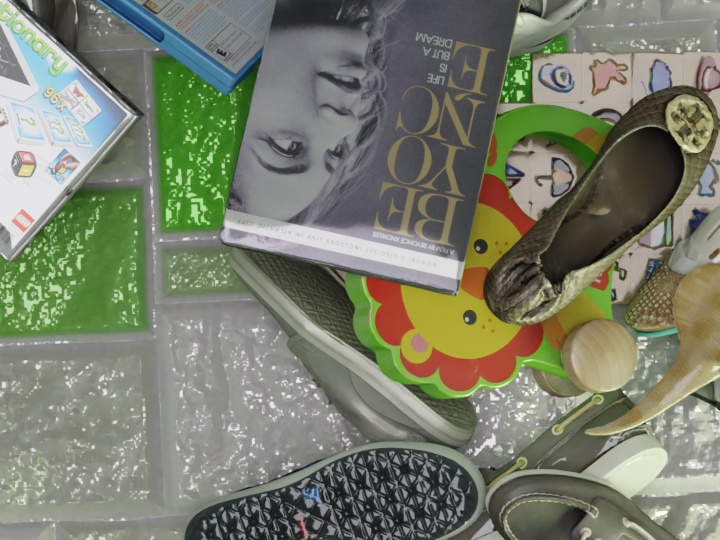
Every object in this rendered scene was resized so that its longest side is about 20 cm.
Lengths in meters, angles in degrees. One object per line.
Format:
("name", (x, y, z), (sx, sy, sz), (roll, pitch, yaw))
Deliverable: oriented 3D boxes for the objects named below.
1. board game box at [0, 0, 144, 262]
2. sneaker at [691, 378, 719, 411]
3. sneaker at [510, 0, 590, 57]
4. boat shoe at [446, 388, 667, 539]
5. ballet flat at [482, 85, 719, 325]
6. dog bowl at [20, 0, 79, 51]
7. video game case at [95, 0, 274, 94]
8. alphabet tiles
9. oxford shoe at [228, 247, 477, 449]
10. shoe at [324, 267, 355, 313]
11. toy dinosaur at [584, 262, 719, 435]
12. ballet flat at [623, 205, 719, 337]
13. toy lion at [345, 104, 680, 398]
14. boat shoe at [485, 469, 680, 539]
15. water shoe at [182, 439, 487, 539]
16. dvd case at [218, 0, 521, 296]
("board game box", (-0.253, -0.119, 1.460), (0.200, 0.035, 0.126), (43, 95, -1))
("sneaker", (0.309, 0.081, 1.476), (0.200, 0.074, 0.089), (28, 86, 6))
("sneaker", (0.061, -0.158, 1.452), (0.200, 0.080, 0.077), (-26, 93, -26))
("boat shoe", (0.101, 0.151, 1.489), (0.201, 0.072, 0.060), (-35, 60, 11))
("ballet flat", (0.153, -0.041, 1.411), (0.200, 0.046, 0.067), (-42, 95, -16))
("dog bowl", (-0.277, -0.164, 1.505), (0.199, 0.059, 0.201), (0, 94, 4))
("video game case", (-0.132, -0.205, 1.477), (0.200, 0.143, 0.018), (36, 130, 2))
("alphabet tiles", (0.179, -0.061, 1.519), (0.199, 0.006, 0.167), (0, 89, 2))
("oxford shoe", (-0.014, 0.056, 1.496), (0.200, 0.075, 0.058), (42, 118, 3))
("shoe", (0.000, 0.000, 1.492), (0.053, 0.070, 0.200), (-37, 78, -11))
("toy dinosaur", (0.233, 0.046, 1.432), (0.101, 0.058, 0.200), (36, 90, 12))
("ballet flat", (0.257, -0.019, 1.475), (0.199, 0.071, 0.065), (-21, 116, -6))
("toy lion", (0.089, -0.013, 1.441), (0.191, 0.069, 0.201), (20, 78, -19))
("boat shoe", (0.166, 0.185, 1.444), (0.200, 0.057, 0.067), (30, 113, -28))
("water shoe", (-0.016, 0.150, 1.484), (0.199, 0.079, 0.072), (-12, 90, 8))
("dvd case", (0.008, -0.097, 1.399), (0.148, 0.016, 0.201), (13, 80, 0))
